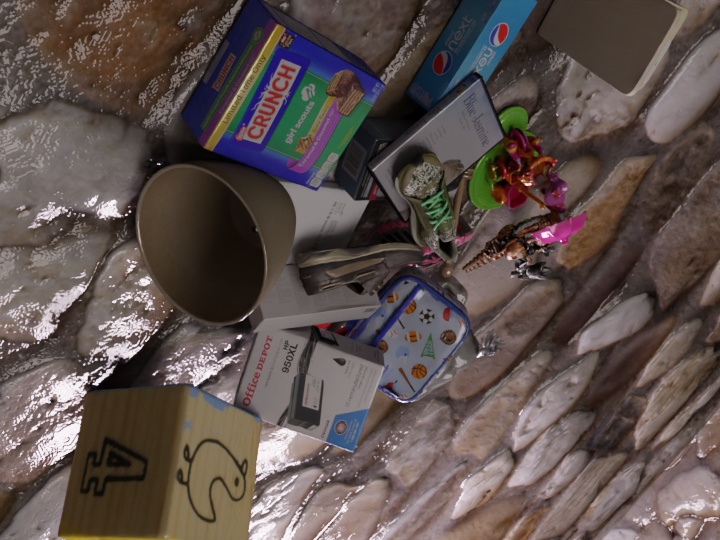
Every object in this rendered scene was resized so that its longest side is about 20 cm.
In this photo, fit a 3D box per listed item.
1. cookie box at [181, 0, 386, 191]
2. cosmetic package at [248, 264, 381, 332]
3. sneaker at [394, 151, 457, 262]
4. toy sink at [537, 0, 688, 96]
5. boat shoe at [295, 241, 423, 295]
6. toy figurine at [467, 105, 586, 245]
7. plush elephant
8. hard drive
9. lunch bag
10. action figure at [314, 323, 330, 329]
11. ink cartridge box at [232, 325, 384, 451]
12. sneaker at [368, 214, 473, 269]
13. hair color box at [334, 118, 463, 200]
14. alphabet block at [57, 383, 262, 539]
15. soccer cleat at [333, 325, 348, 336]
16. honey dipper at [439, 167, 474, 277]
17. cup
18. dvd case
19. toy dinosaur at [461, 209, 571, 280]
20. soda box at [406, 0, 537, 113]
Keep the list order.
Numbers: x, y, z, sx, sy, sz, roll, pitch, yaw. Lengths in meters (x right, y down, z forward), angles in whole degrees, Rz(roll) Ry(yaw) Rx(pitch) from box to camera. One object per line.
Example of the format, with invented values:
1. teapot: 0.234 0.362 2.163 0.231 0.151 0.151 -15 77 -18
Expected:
1. cookie box: -0.091 -0.209 1.114 0.199 0.075 0.172 16 115 -47
2. cosmetic package: -0.073 0.035 1.340 0.197 0.084 0.051 -5 157 -32
3. sneaker: 0.108 -0.085 1.272 0.076 0.089 0.201 -33 144 -7
4. toy sink: 0.378 -0.344 1.301 0.111 0.200 0.132 2 124 -42
5. boat shoe: 0.000 0.000 1.328 0.197 0.074 0.075 -6 92 -20
6. toy figurine: 0.283 -0.131 1.434 0.149 0.184 0.202 -25 139 -20
7. plush elephant: 0.130 0.103 1.567 0.198 0.156 0.165 -25 -162 32
8. hard drive: -0.088 -0.068 1.293 0.198 0.027 0.133 2 125 -44
9. lunch bag: 0.065 0.103 1.433 0.159 0.076 0.201 36 107 -10
10. action figure: -0.104 0.116 1.440 0.201 0.052 0.065 -52 147 6
11. ink cartridge box: -0.079 0.165 1.371 0.197 0.084 0.147 19 101 -4
12. sneaker: 0.090 -0.031 1.460 0.198 0.080 0.096 -10 144 -33
13. hair color box: 0.068 -0.160 1.316 0.198 0.061 0.100 -6 131 -39
14. alphabet block: -0.273 0.286 1.267 0.194 0.203 0.195 -9 154 28
15. soccer cleat: -0.071 0.149 1.501 0.198 0.067 0.077 -31 111 -6
16. honey dipper: 0.146 -0.090 1.405 0.038 0.038 0.204 5 97 -44
17. cup: -0.159 -0.052 1.135 0.143 0.199 0.202 -34 151 -53
18. dvd case: 0.111 -0.168 1.278 0.199 0.018 0.143 -41 143 0
19. toy dinosaur: 0.273 -0.050 1.576 0.197 0.104 0.136 -4 159 21
20. soda box: 0.151 -0.305 1.247 0.067 0.064 0.201 12 118 -47
